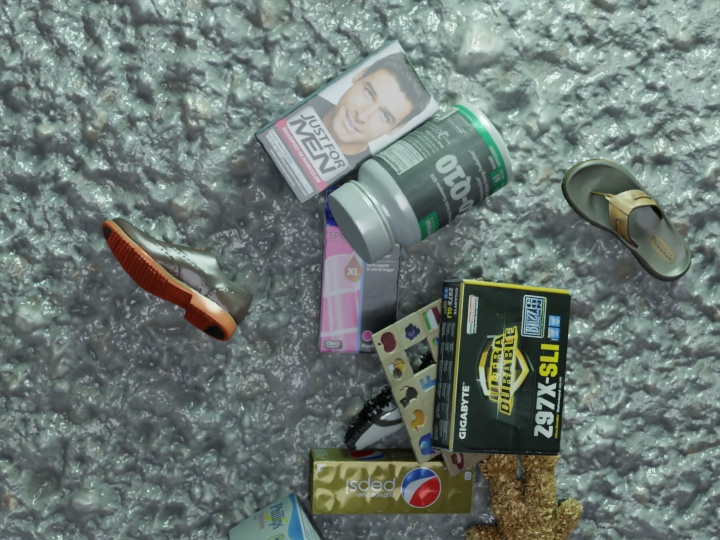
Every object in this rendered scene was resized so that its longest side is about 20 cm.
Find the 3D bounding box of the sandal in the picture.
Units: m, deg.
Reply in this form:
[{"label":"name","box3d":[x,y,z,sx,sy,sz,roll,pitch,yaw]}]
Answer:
[{"label":"sandal","box3d":[0.332,-0.060,1.656,0.082,0.055,0.200,-44,100,0]}]

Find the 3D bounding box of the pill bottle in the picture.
[{"label":"pill bottle","box3d":[0.068,-0.099,1.578,0.199,0.113,0.114,-33,100,-11]}]

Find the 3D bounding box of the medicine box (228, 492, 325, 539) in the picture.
[{"label":"medicine box","box3d":[-0.065,0.392,1.604,0.102,0.182,0.201,-31,99,-2]}]

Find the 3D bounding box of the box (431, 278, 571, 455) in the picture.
[{"label":"box","box3d":[0.169,0.117,1.613,0.159,0.049,0.202,6,87,-30]}]

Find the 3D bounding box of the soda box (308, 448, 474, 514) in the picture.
[{"label":"soda box","box3d":[0.036,0.258,1.658,0.198,0.064,0.068,1,97,-6]}]

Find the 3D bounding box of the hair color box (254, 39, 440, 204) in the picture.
[{"label":"hair color box","box3d":[-0.017,-0.175,1.599,0.199,0.061,0.099,-35,99,-2]}]

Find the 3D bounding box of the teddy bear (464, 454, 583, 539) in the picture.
[{"label":"teddy bear","box3d":[0.206,0.313,1.683,0.144,0.067,0.202,9,96,-5]}]

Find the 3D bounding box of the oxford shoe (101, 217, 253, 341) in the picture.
[{"label":"oxford shoe","box3d":[-0.217,-0.003,1.606,0.200,0.071,0.073,40,63,-7]}]

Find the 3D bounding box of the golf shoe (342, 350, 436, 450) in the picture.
[{"label":"golf shoe","box3d":[0.073,0.169,1.645,0.199,0.078,0.095,-38,100,0]}]

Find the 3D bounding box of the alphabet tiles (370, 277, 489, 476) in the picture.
[{"label":"alphabet tiles","box3d":[0.113,0.134,1.614,0.166,0.008,0.201,-26,103,-26]}]

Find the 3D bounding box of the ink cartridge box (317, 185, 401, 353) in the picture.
[{"label":"ink cartridge box","box3d":[0.000,0.000,1.638,0.094,0.037,0.202,2,95,-7]}]
